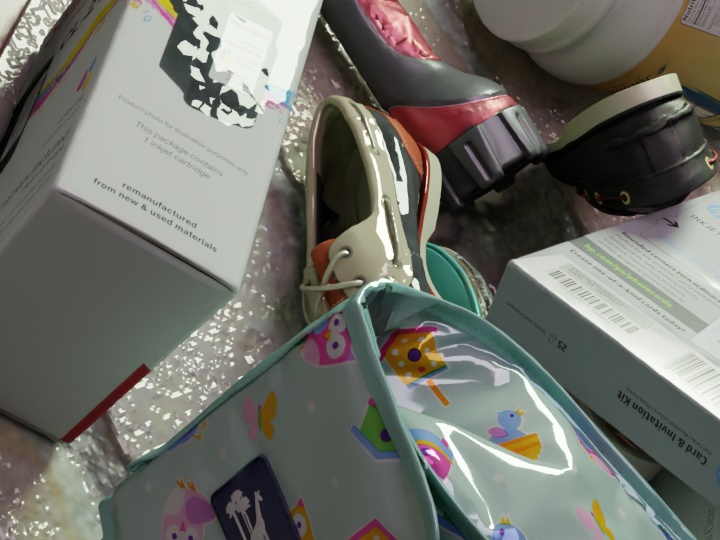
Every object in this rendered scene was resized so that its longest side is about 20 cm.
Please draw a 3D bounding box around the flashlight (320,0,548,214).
[{"bbox_3d":[0.022,-0.129,0.993,0.068,0.068,0.201,-25,82,-45],"label":"flashlight"}]

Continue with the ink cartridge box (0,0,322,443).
[{"bbox_3d":[-0.098,-0.051,0.782,0.083,0.146,0.201,30,47,-19],"label":"ink cartridge box"}]

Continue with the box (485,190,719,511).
[{"bbox_3d":[0.178,0.031,0.879,0.156,0.041,0.200,38,36,28],"label":"box"}]

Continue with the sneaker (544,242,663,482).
[{"bbox_3d":[0.102,0.060,0.944,0.071,0.080,0.200,30,26,-15],"label":"sneaker"}]

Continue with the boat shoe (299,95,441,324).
[{"bbox_3d":[0.000,0.000,0.884,0.063,0.071,0.201,37,39,-32],"label":"boat shoe"}]

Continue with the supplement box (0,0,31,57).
[{"bbox_3d":[-0.194,-0.155,0.829,0.109,0.061,0.201,35,46,-19],"label":"supplement box"}]

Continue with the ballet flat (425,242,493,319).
[{"bbox_3d":[0.054,0.063,0.872,0.072,0.072,0.201,25,23,-27],"label":"ballet flat"}]

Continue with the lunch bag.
[{"bbox_3d":[0.015,0.116,0.682,0.200,0.170,0.122,45,37,-7],"label":"lunch bag"}]

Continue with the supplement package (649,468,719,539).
[{"bbox_3d":[0.204,0.150,0.903,0.156,0.111,0.200,43,29,-9],"label":"supplement package"}]

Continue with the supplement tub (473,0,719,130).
[{"bbox_3d":[0.179,-0.170,1.099,0.199,0.145,0.145,12,56,-34],"label":"supplement tub"}]

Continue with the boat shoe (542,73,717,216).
[{"bbox_3d":[0.141,-0.057,0.992,0.073,0.201,0.063,-23,89,-2],"label":"boat shoe"}]
